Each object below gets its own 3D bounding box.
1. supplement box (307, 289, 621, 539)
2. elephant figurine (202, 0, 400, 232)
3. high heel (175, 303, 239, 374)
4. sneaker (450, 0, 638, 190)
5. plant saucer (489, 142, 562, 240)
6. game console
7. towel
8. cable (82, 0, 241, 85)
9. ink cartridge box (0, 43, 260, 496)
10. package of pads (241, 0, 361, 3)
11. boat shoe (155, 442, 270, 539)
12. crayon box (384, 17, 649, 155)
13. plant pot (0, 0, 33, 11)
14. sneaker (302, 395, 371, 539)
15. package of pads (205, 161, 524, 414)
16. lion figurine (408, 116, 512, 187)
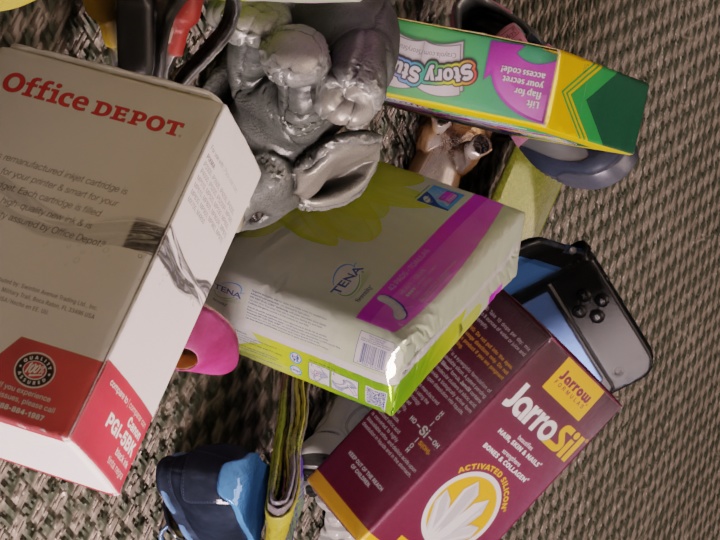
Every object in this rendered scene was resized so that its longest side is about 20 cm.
[{"bbox_3d":[0.076,0.124,1.687,0.200,0.086,0.110,-47,132,2],"label":"supplement box"},{"bbox_3d":[-0.056,-0.087,1.474,0.142,0.154,0.201,-108,-150,-47],"label":"elephant figurine"},{"bbox_3d":[-0.137,0.054,1.403,0.200,0.067,0.097,41,56,-59],"label":"high heel"},{"bbox_3d":[0.125,-0.134,1.713,0.070,0.200,0.082,-39,137,-8],"label":"sneaker"},{"bbox_3d":[0.129,-0.051,1.882,0.200,0.048,0.201,102,12,-74],"label":"plant saucer"},{"bbox_3d":[0.096,0.067,1.761,0.171,0.199,0.118,57,22,-14],"label":"game console"},{"bbox_3d":[-0.051,0.166,1.629,0.201,0.023,0.144,94,1,-48],"label":"towel"},{"bbox_3d":[-0.119,-0.109,1.345,0.050,0.096,0.201,-95,-171,-59],"label":"cable"},{"bbox_3d":[-0.159,-0.003,1.234,0.201,0.146,0.083,-66,156,-20],"label":"ink cartridge box"},{"bbox_3d":[-0.030,-0.220,1.395,0.200,0.153,0.069,-44,131,-50],"label":"package of pads"},{"bbox_3d":[-0.098,0.146,1.549,0.200,0.068,0.085,89,10,-66],"label":"boat shoe"},{"bbox_3d":[0.075,-0.133,1.613,0.172,0.199,0.059,10,93,-64],"label":"crayon box"},{"bbox_3d":[-0.172,-0.204,1.079,0.200,0.199,0.142,-53,174,-42],"label":"plant pot"},{"bbox_3d":[0.002,0.176,1.803,0.201,0.074,0.081,78,26,-46],"label":"sneaker"},{"bbox_3d":[0.000,0.000,1.568,0.200,0.153,0.069,-45,149,-51],"label":"package of pads"},{"bbox_3d":[0.054,-0.055,1.789,0.201,0.072,0.122,-60,-178,-9],"label":"lion figurine"}]
